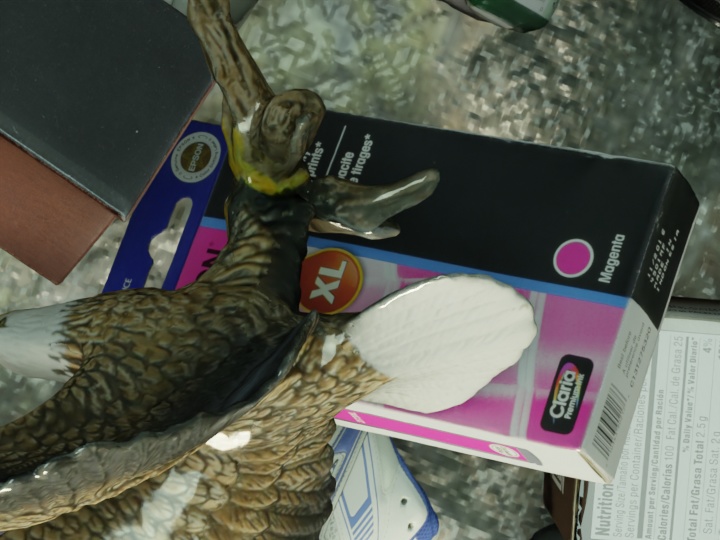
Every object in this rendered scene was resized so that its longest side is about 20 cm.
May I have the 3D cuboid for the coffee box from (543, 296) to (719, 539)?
[{"bbox_3d":[0.165,0.054,0.819,0.199,0.114,0.080,5,92,0],"label":"coffee box"}]

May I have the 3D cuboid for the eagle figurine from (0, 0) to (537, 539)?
[{"bbox_3d":[-0.063,0.044,0.690,0.152,0.151,0.201,41,59,-23],"label":"eagle figurine"}]

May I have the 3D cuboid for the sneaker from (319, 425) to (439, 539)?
[{"bbox_3d":[-0.018,0.095,0.823,0.088,0.075,0.201,12,79,-7],"label":"sneaker"}]

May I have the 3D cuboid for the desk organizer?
[{"bbox_3d":[-0.149,-0.086,0.775,0.200,0.077,0.072,35,62,-8],"label":"desk organizer"}]

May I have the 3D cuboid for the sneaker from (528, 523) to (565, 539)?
[{"bbox_3d":[0.051,0.194,0.840,0.115,0.076,0.201,-14,93,2],"label":"sneaker"}]

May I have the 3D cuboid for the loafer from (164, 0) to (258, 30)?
[{"bbox_3d":[-0.017,-0.140,0.831,0.070,0.070,0.201,29,90,7],"label":"loafer"}]

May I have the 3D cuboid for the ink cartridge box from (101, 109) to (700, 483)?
[{"bbox_3d":[0.000,0.000,0.781,0.199,0.037,0.095,10,71,30],"label":"ink cartridge box"}]

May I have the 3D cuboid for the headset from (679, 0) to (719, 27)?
[{"bbox_3d":[0.118,-0.135,0.778,0.094,0.200,0.124,20,80,-35],"label":"headset"}]

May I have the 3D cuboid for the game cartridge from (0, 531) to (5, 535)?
[{"bbox_3d":[-0.114,0.189,0.857,0.129,0.038,0.200,-34,92,4],"label":"game cartridge"}]

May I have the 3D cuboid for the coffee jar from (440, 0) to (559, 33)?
[{"bbox_3d":[0.053,-0.182,0.757,0.104,0.085,0.201,30,96,35],"label":"coffee jar"}]
